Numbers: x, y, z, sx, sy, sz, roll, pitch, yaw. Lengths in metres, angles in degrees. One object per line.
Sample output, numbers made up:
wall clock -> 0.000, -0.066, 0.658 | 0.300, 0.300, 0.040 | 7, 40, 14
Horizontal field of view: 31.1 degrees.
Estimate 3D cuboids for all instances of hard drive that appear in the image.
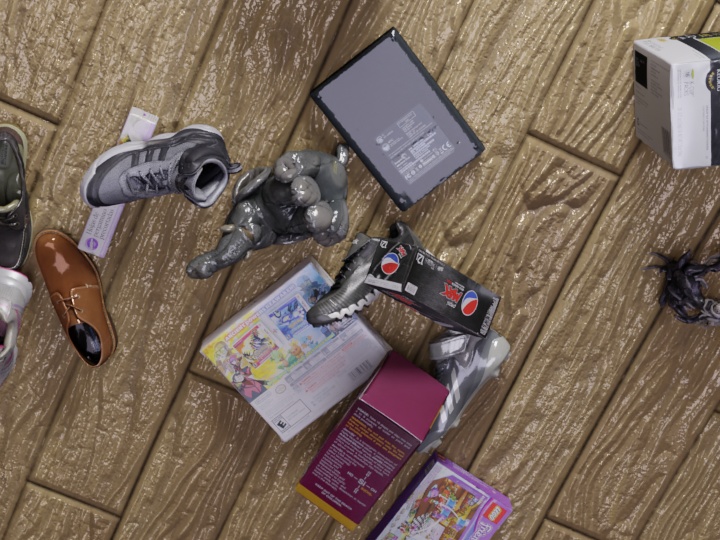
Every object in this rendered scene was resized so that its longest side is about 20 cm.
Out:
hard drive -> 0.048, -0.195, 1.682 | 0.139, 0.033, 0.200 | -36, 106, 10

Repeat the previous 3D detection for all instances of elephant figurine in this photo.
elephant figurine -> -0.119, -0.077, 1.674 | 0.200, 0.155, 0.142 | -23, 72, 32

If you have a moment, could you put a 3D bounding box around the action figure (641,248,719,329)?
action figure -> 0.478, 0.035, 1.735 | 0.200, 0.102, 0.119 | 44, 139, 24

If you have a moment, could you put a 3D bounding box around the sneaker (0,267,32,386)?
sneaker -> -0.500, 0.096, 1.727 | 0.081, 0.088, 0.200 | 17, 120, -7

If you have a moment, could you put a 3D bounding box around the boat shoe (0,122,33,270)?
boat shoe -> -0.467, -0.090, 1.685 | 0.071, 0.066, 0.202 | 4, 109, -5

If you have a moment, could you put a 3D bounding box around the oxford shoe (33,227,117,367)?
oxford shoe -> -0.382, 0.038, 1.729 | 0.071, 0.071, 0.201 | -21, 106, 7

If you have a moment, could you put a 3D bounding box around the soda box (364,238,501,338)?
soda box -> 0.096, 0.025, 1.677 | 0.200, 0.071, 0.064 | 30, 78, -46

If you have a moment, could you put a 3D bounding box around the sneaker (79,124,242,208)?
sneaker -> -0.249, -0.118, 1.627 | 0.199, 0.114, 0.076 | -23, 127, -18

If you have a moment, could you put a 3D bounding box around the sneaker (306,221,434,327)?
sneaker -> 0.000, 0.000, 1.708 | 0.200, 0.066, 0.091 | -32, 96, -20

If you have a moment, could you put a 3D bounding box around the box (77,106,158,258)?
box -> -0.318, -0.115, 1.695 | 0.039, 0.041, 0.201 | 22, 107, -9

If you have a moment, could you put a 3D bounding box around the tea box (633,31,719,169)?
tea box -> 0.456, -0.217, 1.597 | 0.196, 0.200, 0.134 | -6, 108, 1

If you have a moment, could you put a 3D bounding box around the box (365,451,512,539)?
box -> 0.106, 0.377, 1.869 | 0.137, 0.039, 0.200 | 34, 104, -11

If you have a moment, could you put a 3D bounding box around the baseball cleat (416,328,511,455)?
baseball cleat -> 0.117, 0.155, 1.789 | 0.106, 0.070, 0.200 | 38, 94, -6

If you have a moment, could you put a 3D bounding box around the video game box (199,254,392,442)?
video game box -> -0.087, 0.109, 1.772 | 0.200, 0.047, 0.182 | -38, 108, 10

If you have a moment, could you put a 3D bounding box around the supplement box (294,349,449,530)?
supplement box -> 0.015, 0.228, 1.734 | 0.103, 0.131, 0.200 | 35, 125, 3
